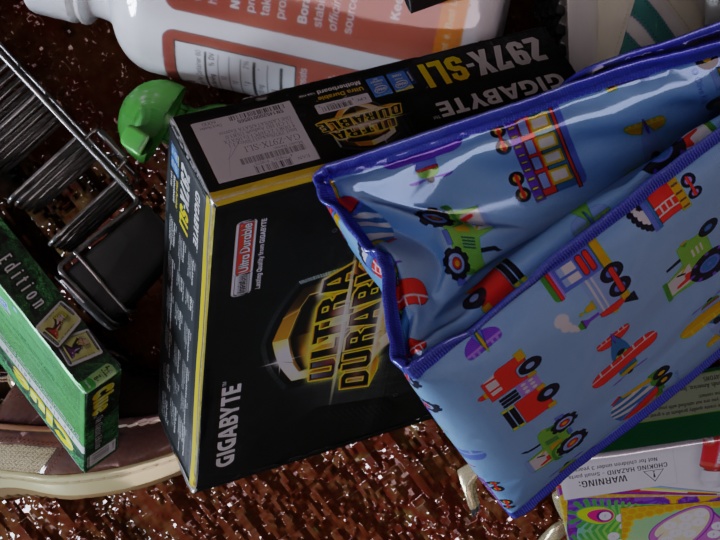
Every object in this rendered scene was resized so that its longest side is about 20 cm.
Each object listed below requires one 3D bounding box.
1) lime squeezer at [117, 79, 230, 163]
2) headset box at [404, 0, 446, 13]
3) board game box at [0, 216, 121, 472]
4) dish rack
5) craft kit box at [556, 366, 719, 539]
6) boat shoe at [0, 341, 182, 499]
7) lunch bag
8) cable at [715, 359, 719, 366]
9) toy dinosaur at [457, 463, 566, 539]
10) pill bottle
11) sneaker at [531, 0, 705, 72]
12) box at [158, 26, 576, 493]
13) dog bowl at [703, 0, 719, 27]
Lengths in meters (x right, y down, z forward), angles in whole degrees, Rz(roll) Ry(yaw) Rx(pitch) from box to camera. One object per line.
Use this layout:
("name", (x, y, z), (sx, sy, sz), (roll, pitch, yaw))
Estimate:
("lime squeezer", (-0.059, -0.053, 0.822), (0.070, 0.200, 0.038), (15, 89, 29))
("headset box", (0.084, -0.206, 0.738), (0.198, 0.077, 0.150), (-20, 62, -4))
("board game box", (-0.171, -0.009, 0.842), (0.023, 0.105, 0.200), (-34, 76, -23))
("dish rack", (-0.151, -0.066, 0.824), (0.055, 0.153, 0.200), (-42, 92, -4))
("craft kit box", (0.190, 0.120, 0.842), (0.198, 0.049, 0.198), (-10, 134, 8))
("boat shoe", (-0.142, 0.062, 0.903), (0.198, 0.072, 0.073), (-7, 106, 16))
("lunch bag", (0.106, -0.014, 0.708), (0.199, 0.151, 0.095), (-28, 59, 5))
("cable", (0.148, 0.013, 0.875), (0.199, 0.050, 0.098), (31, 115, 11))
("toy dinosaur", (0.096, 0.079, 0.876), (0.100, 0.058, 0.201), (-18, 126, 12))
("pill bottle", (-0.036, -0.129, 0.813), (0.198, 0.112, 0.113), (13, 107, 4))
("sneaker", (0.122, -0.082, 0.817), (0.092, 0.070, 0.202), (-2, 93, -8))
("box", (0.000, 0.000, 0.789), (0.159, 0.050, 0.201), (-17, 146, -20))
("dog bowl", (0.204, -0.129, 0.737), (0.200, 0.200, 0.059), (-47, 61, 16))
